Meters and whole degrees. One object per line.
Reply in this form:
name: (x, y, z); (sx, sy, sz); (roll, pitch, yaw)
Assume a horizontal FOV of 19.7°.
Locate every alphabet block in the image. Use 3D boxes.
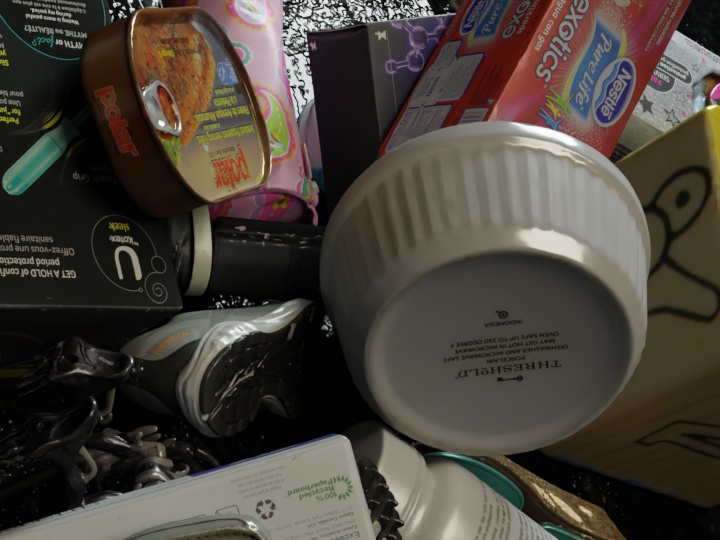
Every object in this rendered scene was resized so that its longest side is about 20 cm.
alphabet block: (0.247, 0.032, 1.465); (0.196, 0.200, 0.196); (19, 55, -36)

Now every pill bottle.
pill bottle: (0.056, 0.184, 1.256); (0.200, 0.113, 0.113); (39, 45, -21)

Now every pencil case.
pencil case: (-0.078, -0.110, 1.321); (0.087, 0.087, 0.200); (12, 57, -39)

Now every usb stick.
usb stick: (0.000, 0.000, 1.273); (0.200, 0.056, 0.033); (6, 37, -8)

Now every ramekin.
ramekin: (0.076, 0.020, 1.213); (0.202, 0.202, 0.094); (33, 29, -26)

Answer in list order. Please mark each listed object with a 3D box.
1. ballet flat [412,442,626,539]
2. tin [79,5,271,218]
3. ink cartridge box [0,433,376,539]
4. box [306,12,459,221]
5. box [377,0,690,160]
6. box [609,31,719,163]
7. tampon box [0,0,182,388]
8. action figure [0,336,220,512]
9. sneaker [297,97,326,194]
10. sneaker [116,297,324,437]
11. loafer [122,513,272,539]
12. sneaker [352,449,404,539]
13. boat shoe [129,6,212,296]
ballet flat: (0.095, 0.155, 1.362); (0.200, 0.071, 0.065); (35, 19, -28)
tin: (-0.100, -0.088, 1.157); (0.112, 0.042, 0.200); (66, 15, -1)
ink cartridge box: (-0.076, 0.204, 1.045); (0.196, 0.043, 0.200); (-15, 91, -14)
box: (0.052, -0.066, 1.361); (0.141, 0.079, 0.200); (-10, 96, -31)
box: (0.111, -0.125, 1.294); (0.095, 0.100, 0.200); (39, 69, -29)
box: (0.214, -0.099, 1.562); (0.200, 0.132, 0.115); (25, 50, -31)
tampon box: (-0.211, -0.047, 1.127); (0.150, 0.126, 0.200); (2, 65, -45)
action figure: (-0.129, 0.128, 1.128); (0.119, 0.102, 0.200); (-84, 153, -45)
sneaker: (0.025, -0.118, 1.431); (0.077, 0.081, 0.200); (50, 44, -12)
sneaker: (-0.077, 0.049, 1.223); (0.200, 0.079, 0.074); (-4, 105, -69)
loafer: (-0.128, 0.173, 0.978); (0.200, 0.070, 0.070); (-26, 93, -13)
sneaker: (-0.020, 0.180, 1.157); (0.067, 0.090, 0.200); (-60, 147, -46)
boat shoe: (-0.138, -0.075, 1.260); (0.066, 0.075, 0.200); (-2, 67, -20)
